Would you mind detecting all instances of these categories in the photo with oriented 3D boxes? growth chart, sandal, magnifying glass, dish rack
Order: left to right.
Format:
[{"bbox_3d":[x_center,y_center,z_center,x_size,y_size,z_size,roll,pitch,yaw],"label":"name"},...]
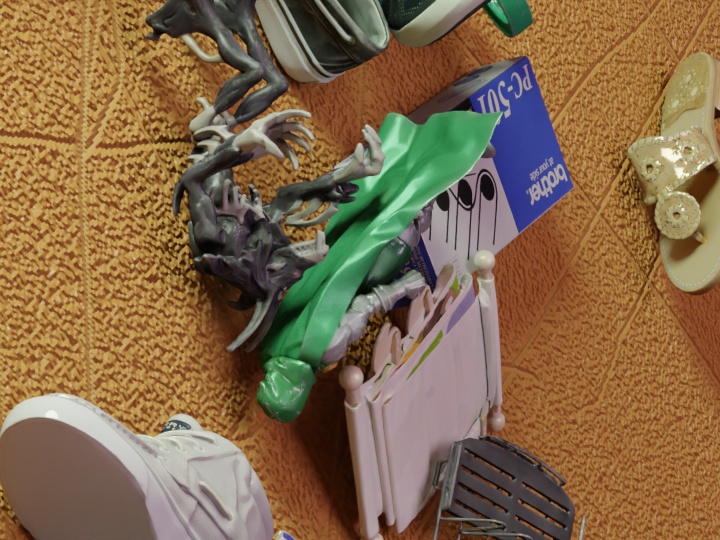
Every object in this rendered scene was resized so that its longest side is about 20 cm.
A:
[{"bbox_3d":[0.040,0.069,1.545,0.200,0.018,0.145,-41,135,-54],"label":"growth chart"},{"bbox_3d":[0.061,-0.211,1.632,0.080,0.022,0.200,54,-4,36],"label":"magnifying glass"},{"bbox_3d":[0.089,0.200,1.558,0.153,0.054,0.200,34,60,-47],"label":"dish rack"},{"bbox_3d":[0.215,-0.078,1.885,0.070,0.078,0.212,28,46,-24],"label":"sandal"}]

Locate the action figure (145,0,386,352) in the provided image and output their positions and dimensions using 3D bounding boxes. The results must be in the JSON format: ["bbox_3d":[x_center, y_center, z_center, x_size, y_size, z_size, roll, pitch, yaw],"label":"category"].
[{"bbox_3d":[-0.051,-0.061,1.431,0.119,0.102,0.200,1,77,-69],"label":"action figure"}]

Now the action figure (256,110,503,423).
[{"bbox_3d":[0.000,0.000,1.469,0.055,0.118,0.200,43,65,-20],"label":"action figure"}]

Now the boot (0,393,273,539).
[{"bbox_3d":[-0.107,0.105,1.320,0.096,0.073,0.200,-80,148,-43],"label":"boot"}]

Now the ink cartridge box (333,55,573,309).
[{"bbox_3d":[0.060,-0.056,1.648,0.200,0.044,0.094,-37,110,-56],"label":"ink cartridge box"}]

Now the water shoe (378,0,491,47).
[{"bbox_3d":[0.025,-0.186,1.574,0.079,0.071,0.200,53,-1,-18],"label":"water shoe"}]

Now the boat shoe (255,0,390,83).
[{"bbox_3d":[-0.041,-0.204,1.532,0.200,0.071,0.072,62,35,-18],"label":"boat shoe"}]

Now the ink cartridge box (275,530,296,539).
[{"bbox_3d":[-0.036,0.259,1.327,0.196,0.043,0.200,45,61,-37],"label":"ink cartridge box"}]
